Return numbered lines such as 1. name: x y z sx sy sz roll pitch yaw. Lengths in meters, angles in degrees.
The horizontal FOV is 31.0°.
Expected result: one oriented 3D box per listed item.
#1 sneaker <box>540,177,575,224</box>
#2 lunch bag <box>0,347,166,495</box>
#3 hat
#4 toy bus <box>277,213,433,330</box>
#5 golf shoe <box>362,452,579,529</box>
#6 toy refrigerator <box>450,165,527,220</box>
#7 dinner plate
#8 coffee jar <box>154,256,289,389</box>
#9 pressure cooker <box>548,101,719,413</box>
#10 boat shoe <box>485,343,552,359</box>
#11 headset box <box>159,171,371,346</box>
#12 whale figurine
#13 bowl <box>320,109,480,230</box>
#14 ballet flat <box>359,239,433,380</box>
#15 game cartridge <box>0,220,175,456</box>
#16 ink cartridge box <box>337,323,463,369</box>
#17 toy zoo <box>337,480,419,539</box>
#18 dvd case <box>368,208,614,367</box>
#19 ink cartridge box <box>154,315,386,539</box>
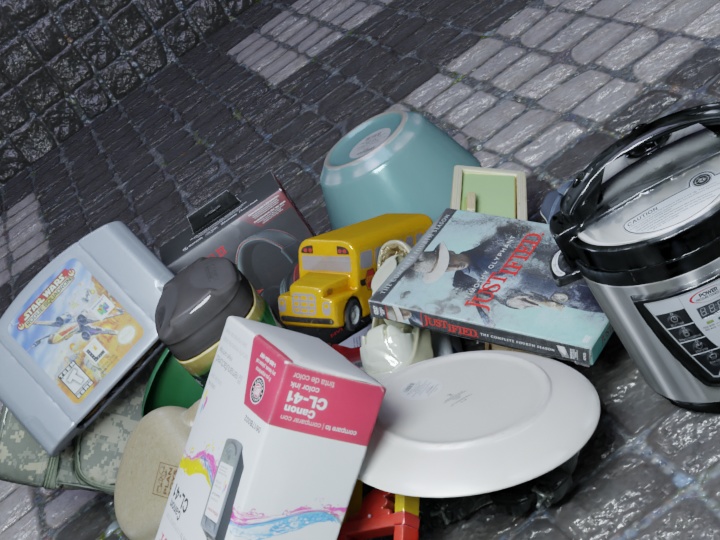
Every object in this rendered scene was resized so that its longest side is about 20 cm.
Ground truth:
1. sneaker: 0.257 -0.075 1.189 0.202 0.077 0.146 -29 5 -29
2. lunch bag: -0.271 0.128 1.316 0.139 0.167 0.201 159 124 -75
3. hat: -0.089 0.128 1.236 0.176 0.200 0.166 35 51 19
4. toy bus: 0.000 0.000 1.213 0.065 0.079 0.200 4 13 30
5. golf shoe: 0.086 0.146 1.012 0.199 0.078 0.094 -7 23 36
6. toy refrigerator: 0.122 -0.031 1.258 0.076 0.070 0.200 6 31 3
7. dinner plate: 0.076 0.102 0.960 0.199 0.024 0.200 -10 22 4
8. coffee jar: -0.087 0.084 1.088 0.085 0.200 0.104 -37 22 2
9. pressure cooker: 0.243 -0.019 0.939 0.176 0.200 0.178 -45 25 -25
10. boat shoe: 0.134 0.047 1.102 0.200 0.069 0.074 -47 1 -36
11. headset box: -0.106 0.006 1.365 0.148 0.200 0.075 -34 23 1
12. whale figurine: -0.136 0.194 1.159 0.200 0.104 0.160 0 74 51
13. bowl: 0.031 -0.115 1.540 0.200 0.105 0.201 -30 22 14
14. ballet flat: 0.028 0.053 1.120 0.069 0.069 0.201 -21 40 30
15. game cartridge: -0.262 0.057 1.217 0.200 0.133 0.042 -47 -10 1
16. ink cartridge box: 0.006 0.119 1.199 0.200 0.043 0.197 -33 23 13
17. toy zoo: -0.014 0.200 0.976 0.131 0.020 0.201 -17 56 35
18. dvd case: 0.127 0.008 1.077 0.199 0.022 0.146 11 41 32
19. ink cartridge box: -0.071 0.150 0.949 0.148 0.085 0.201 25 97 64
